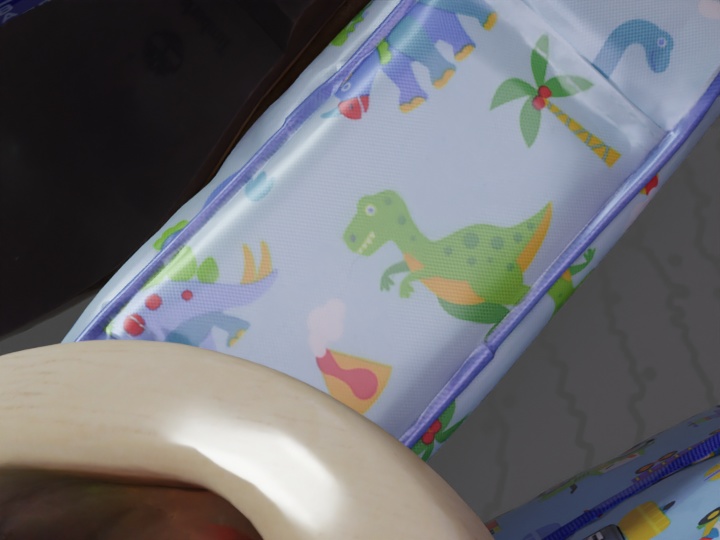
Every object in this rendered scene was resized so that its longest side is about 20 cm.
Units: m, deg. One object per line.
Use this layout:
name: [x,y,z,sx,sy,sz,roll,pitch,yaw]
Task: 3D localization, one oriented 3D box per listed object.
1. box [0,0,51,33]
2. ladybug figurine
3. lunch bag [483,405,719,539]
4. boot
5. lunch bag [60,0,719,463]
box: [-0.068,-0.159,0.721,0.184,0.200,0.105,-32,74,-1]
ladybug figurine: [-0.041,0.083,0.595,0.199,0.072,0.136,6,84,38]
lunch bag: [0.057,0.096,0.695,0.150,0.200,0.094,-28,84,-2]
boot: [-0.043,-0.049,0.776,0.200,0.075,0.074,-42,73,22]
lunch bag: [0.000,0.000,0.728,0.082,0.161,0.200,42,84,2]
